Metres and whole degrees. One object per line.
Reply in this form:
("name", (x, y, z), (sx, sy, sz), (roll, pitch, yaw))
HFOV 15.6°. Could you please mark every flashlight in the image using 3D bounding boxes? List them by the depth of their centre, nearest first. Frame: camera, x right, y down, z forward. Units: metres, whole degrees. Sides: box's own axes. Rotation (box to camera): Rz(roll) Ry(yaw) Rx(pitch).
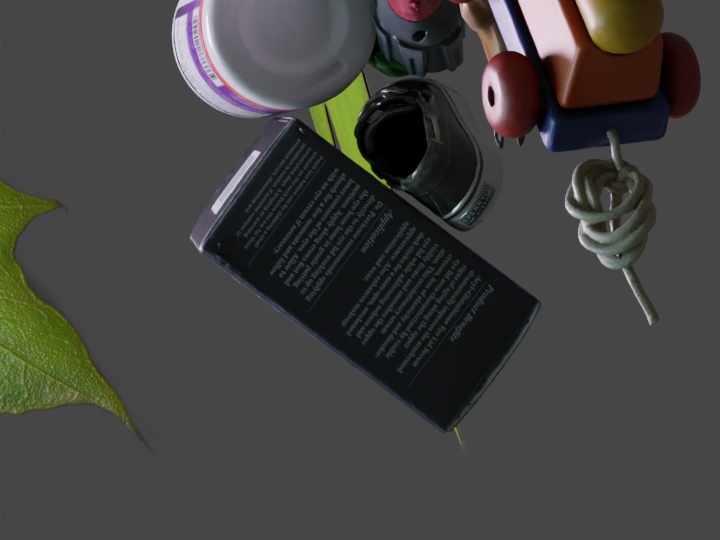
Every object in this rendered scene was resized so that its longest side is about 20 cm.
("flashlight", (0.034, -0.181, 1.546), (0.200, 0.068, 0.068), (75, -166, -62))

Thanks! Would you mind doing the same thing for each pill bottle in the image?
("pill bottle", (-0.063, -0.156, 1.721), (0.200, 0.111, 0.112), (-174, 69, -77))

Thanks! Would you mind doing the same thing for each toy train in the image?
("toy train", (0.097, -0.094, 0.993), (0.116, 0.084, 0.200), (104, 153, -53))

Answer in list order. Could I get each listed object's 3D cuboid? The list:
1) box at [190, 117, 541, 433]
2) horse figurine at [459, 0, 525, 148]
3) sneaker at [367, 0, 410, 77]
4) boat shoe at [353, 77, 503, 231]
("box", (0.000, 0.000, 1.682), (0.200, 0.104, 0.148), (36, 180, -8))
("horse figurine", (0.051, -0.179, 1.356), (0.133, 0.050, 0.200), (71, 176, -57))
("sneaker", (0.005, -0.221, 1.749), (0.200, 0.078, 0.085), (67, 173, -28))
("boat shoe", (0.033, -0.088, 1.686), (0.064, 0.071, 0.200), (28, -171, -23))
